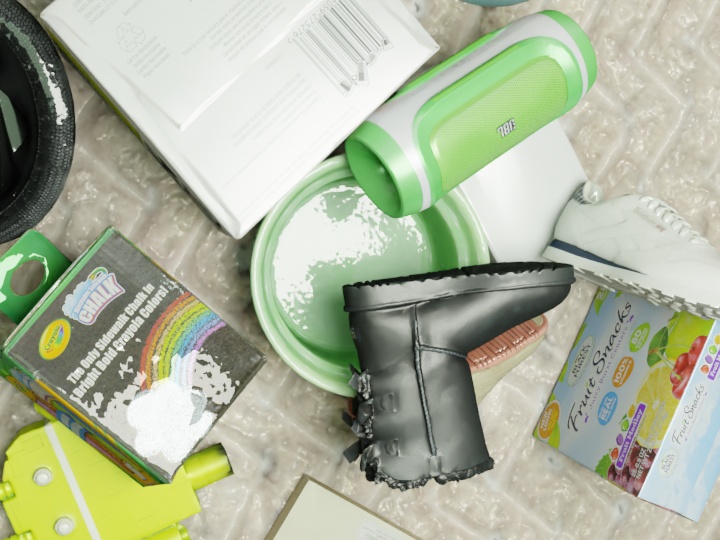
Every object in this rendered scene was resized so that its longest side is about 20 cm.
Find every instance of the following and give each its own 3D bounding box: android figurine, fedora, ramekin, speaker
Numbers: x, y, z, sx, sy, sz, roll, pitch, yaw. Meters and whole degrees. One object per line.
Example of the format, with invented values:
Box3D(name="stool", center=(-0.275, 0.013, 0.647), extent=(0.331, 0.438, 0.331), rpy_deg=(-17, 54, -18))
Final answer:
Box3D(name="android figurine", center=(-0.214, 0.171, 0.894), extent=(0.199, 0.041, 0.183), rpy_deg=(-21, 99, -13))
Box3D(name="fedora", center=(-0.296, -0.123, 0.811), extent=(0.200, 0.092, 0.201), rpy_deg=(1, 109, 3))
Box3D(name="ramekin", center=(0.000, 0.000, 0.900), extent=(0.199, 0.098, 0.201), rpy_deg=(-1, 95, -13))
Box3D(name="speaker", center=(0.088, -0.123, 0.825), extent=(0.200, 0.088, 0.089), rpy_deg=(-35, 102, -18))

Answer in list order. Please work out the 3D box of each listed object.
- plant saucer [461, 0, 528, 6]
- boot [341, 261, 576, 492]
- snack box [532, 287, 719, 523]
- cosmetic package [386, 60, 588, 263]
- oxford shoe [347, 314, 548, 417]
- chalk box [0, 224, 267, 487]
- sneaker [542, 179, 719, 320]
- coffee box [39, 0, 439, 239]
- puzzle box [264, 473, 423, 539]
Box3D(name="plant saucer", center=(0.120, -0.336, 0.937), extent=(0.199, 0.027, 0.201), rpy_deg=(-1, 95, -14))
Box3D(name="boot", center=(0.078, 0.081, 0.838), extent=(0.197, 0.073, 0.163), rpy_deg=(-8, 95, -6))
Box3D(name="snack box", center=(0.245, 0.101, 0.915), extent=(0.067, 0.200, 0.169), rpy_deg=(25, 88, -14))
Box3D(name="cosmetic package", center=(0.121, -0.093, 0.931), extent=(0.113, 0.081, 0.201), rpy_deg=(-29, 102, -9))
Box3D(name="oxford shoe", center=(0.083, 0.099, 0.955), extent=(0.199, 0.071, 0.074), rpy_deg=(-27, 126, -10))
Box3D(name="chalk box", center=(-0.195, 0.056, 0.815), extent=(0.200, 0.124, 0.125), rpy_deg=(41, 67, -7))
Box3D(name="sneaker", center=(0.230, -0.017, 0.826), extent=(0.076, 0.200, 0.081), rpy_deg=(28, 87, -42))
Box3D(name="coffee box", center=(-0.094, -0.165, 0.810), extent=(0.200, 0.198, 0.200), rpy_deg=(-43, 99, -6))
Box3D(name="puzzle box", center=(-0.001, 0.289, 0.962), extent=(0.200, 0.025, 0.133), rpy_deg=(33, 86, -14))
